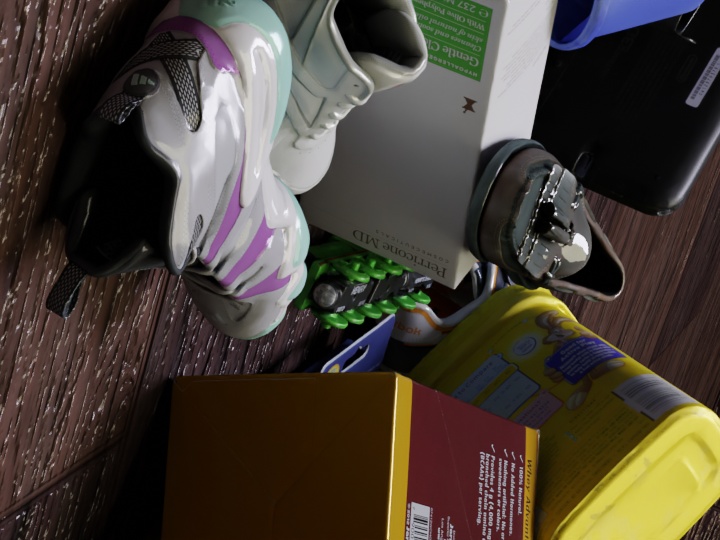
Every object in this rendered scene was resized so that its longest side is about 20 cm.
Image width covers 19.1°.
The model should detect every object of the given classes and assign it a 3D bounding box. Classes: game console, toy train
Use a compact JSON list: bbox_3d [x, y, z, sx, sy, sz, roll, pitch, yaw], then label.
[{"bbox_3d":[0.159,-0.113,1.374,0.200,0.176,0.116,-57,162,-27],"label":"game console"},{"bbox_3d":[0.000,0.000,1.254,0.042,0.056,0.200,-64,165,12],"label":"toy train"}]

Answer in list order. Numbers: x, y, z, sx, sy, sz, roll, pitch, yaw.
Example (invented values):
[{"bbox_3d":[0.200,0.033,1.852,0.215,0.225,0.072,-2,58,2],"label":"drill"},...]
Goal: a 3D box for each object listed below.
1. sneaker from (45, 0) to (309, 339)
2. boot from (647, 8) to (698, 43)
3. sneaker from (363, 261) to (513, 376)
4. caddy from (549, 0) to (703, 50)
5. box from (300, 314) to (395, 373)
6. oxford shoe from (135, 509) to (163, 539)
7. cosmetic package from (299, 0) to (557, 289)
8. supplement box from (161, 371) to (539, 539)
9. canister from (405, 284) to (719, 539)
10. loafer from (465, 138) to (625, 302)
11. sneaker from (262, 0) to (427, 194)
[{"bbox_3d":[-0.089,-0.015,0.940,0.140,0.078,0.200,-51,148,-37],"label":"sneaker"},{"bbox_3d":[0.180,-0.249,1.323,0.200,0.138,0.077,-69,164,7],"label":"boot"},{"bbox_3d":[0.075,-0.005,1.440,0.200,0.078,0.080,-49,162,-41],"label":"sneaker"},{"bbox_3d":[0.120,-0.214,1.125,0.105,0.141,0.200,-12,132,-17],"label":"caddy"},{"bbox_3d":[-0.040,0.122,1.338,0.121,0.032,0.200,-33,146,-62],"label":"box"},{"bbox_3d":[-0.084,0.187,1.227,0.085,0.073,0.200,-63,164,-17],"label":"oxford shoe"},{"bbox_3d":[0.037,-0.102,1.139,0.085,0.107,0.200,-50,156,-43],"label":"cosmetic package"},{"bbox_3d":[-0.002,0.168,1.161,0.200,0.132,0.198,26,64,-61],"label":"supplement box"},{"bbox_3d":[0.120,0.106,1.321,0.149,0.200,0.087,-43,124,-7],"label":"canister"},{"bbox_3d":[0.108,-0.022,1.174,0.072,0.063,0.200,-65,164,-3],"label":"loafer"},{"bbox_3d":[-0.018,-0.094,0.988,0.078,0.099,0.200,-56,161,-29],"label":"sneaker"}]
